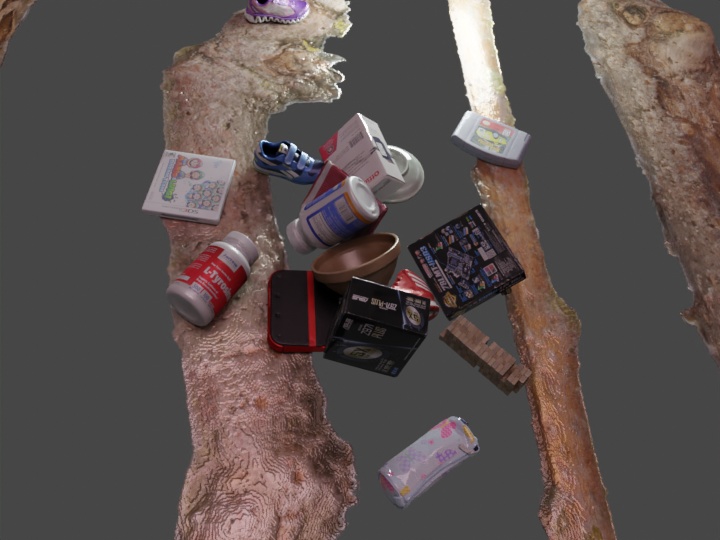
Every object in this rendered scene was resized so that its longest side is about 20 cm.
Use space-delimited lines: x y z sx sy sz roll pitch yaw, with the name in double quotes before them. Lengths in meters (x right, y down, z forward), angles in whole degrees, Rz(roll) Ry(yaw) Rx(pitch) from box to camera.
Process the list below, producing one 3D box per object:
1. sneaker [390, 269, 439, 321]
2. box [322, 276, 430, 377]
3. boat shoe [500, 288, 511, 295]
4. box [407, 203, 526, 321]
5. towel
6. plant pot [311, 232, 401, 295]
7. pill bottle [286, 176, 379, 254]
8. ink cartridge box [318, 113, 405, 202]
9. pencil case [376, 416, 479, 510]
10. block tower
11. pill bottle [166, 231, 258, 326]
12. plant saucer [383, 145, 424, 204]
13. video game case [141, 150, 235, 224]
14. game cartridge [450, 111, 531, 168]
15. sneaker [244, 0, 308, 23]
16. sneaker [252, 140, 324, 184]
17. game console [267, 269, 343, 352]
"sneaker" 0.066 0.061 1.419 0.199 0.079 0.116 2 46 -20
"box" 0.029 0.118 1.275 0.163 0.200 0.086 17 54 -7
"boat shoe" 0.269 -0.010 1.493 0.072 0.072 0.200 -39 68 4
"box" 0.235 -0.020 1.444 0.198 0.050 0.200 -31 63 7
"towel" -0.044 -0.146 1.506 0.200 0.144 0.023 42 23 21
"plant pot" 0.000 0.000 1.391 0.200 0.093 0.201 -16 19 6
"pill bottle" -0.066 -0.116 1.442 0.200 0.112 0.112 -30 52 26
"ink cartridge box" 0.001 -0.253 1.560 0.084 0.145 0.201 14 46 -50
"pencil case" 0.128 0.360 1.202 0.200 0.083 0.091 -28 41 -22
"block tower" 0.262 0.178 1.360 0.200 0.058 0.054 39 59 20
"pill bottle" -0.310 0.012 1.374 0.112 0.112 0.200 29 58 13
"plant saucer" 0.068 -0.261 1.644 0.199 0.050 0.201 3 55 -5
"video game case" -0.415 -0.206 1.567 0.181 0.024 0.201 8 55 -1
"game cartridge" 0.355 -0.354 1.750 0.199 0.041 0.133 24 60 10
"sneaker" -0.256 -0.814 1.964 0.199 0.089 0.081 -6 55 -12
"sneaker" -0.173 -0.273 1.605 0.199 0.082 0.074 11 54 -1
"game console" -0.114 0.086 1.401 0.176 0.031 0.201 3 56 -12
